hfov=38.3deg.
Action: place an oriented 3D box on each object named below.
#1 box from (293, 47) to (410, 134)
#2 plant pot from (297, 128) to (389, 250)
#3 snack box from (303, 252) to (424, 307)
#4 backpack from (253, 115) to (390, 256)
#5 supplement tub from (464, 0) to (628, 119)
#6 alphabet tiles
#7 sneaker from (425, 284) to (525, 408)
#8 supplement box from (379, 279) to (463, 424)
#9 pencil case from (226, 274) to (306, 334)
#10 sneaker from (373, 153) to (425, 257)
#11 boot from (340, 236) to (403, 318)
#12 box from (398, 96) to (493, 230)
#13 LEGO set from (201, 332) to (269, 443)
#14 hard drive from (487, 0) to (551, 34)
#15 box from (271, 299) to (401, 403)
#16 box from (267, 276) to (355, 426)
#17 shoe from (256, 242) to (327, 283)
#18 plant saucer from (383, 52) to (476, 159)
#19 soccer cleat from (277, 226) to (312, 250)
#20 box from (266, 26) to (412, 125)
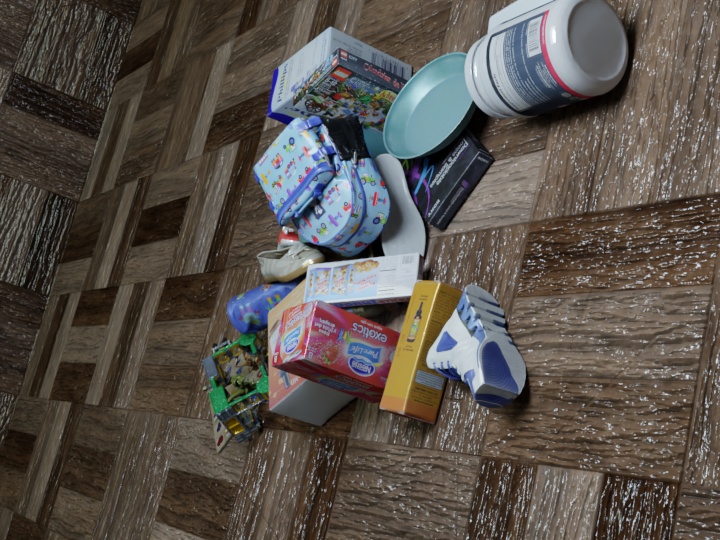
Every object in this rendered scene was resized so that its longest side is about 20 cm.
[{"bbox_3d":[0.004,-0.293,1.778,0.137,0.200,0.038,-35,46,45],"label":"box"},{"bbox_3d":[-0.036,-0.139,1.814,0.141,0.141,0.200,-6,74,57],"label":"plant pot"},{"bbox_3d":[0.003,0.018,1.632,0.200,0.024,0.072,-6,65,27],"label":"snack box"},{"bbox_3d":[-0.054,-0.123,1.637,0.183,0.135,0.200,-40,68,39],"label":"backpack"},{"bbox_3d":[0.254,-0.291,1.432,0.200,0.140,0.140,-10,63,56],"label":"supplement tub"},{"bbox_3d":[-0.240,0.233,2.038,0.200,0.008,0.167,-52,34,26],"label":"alphabet tiles"},{"bbox_3d":[0.152,0.124,1.410,0.115,0.081,0.199,-54,26,31],"label":"sneaker"},{"bbox_3d":[0.094,0.117,1.510,0.067,0.069,0.200,2,75,58],"label":"supplement box"},{"bbox_3d":[-0.144,0.058,1.876,0.200,0.087,0.078,-20,20,29],"label":"pencil case"},{"bbox_3d":[0.057,-0.080,1.703,0.116,0.074,0.200,105,155,-77],"label":"sneaker"},{"bbox_3d":[0.000,0.000,1.704,0.097,0.075,0.200,-30,44,17],"label":"boot"},{"bbox_3d":[0.128,-0.175,1.668,0.143,0.036,0.200,-56,33,21],"label":"box"},{"bbox_3d":[-0.206,0.220,1.916,0.154,0.116,0.200,-34,42,-5],"label":"LEGO set"},{"bbox_3d":[0.266,-0.369,1.576,0.200,0.027,0.132,-22,54,53],"label":"hard drive"},{"bbox_3d":[-0.019,0.125,1.552,0.100,0.200,0.096,-18,55,54],"label":"box"},{"bbox_3d":[-0.072,0.129,1.729,0.152,0.106,0.200,-43,38,37],"label":"box"},{"bbox_3d":[-0.125,-0.015,1.793,0.200,0.070,0.053,-11,106,59],"label":"shoe"},{"bbox_3d":[0.121,-0.256,1.662,0.200,0.036,0.200,-30,42,32],"label":"plant saucer"},{"bbox_3d":[-0.123,-0.033,1.917,0.200,0.069,0.085,177,103,-83],"label":"soccer cleat"},{"bbox_3d":[-0.040,-0.327,1.891,0.200,0.184,0.105,-23,54,52],"label":"box"}]
